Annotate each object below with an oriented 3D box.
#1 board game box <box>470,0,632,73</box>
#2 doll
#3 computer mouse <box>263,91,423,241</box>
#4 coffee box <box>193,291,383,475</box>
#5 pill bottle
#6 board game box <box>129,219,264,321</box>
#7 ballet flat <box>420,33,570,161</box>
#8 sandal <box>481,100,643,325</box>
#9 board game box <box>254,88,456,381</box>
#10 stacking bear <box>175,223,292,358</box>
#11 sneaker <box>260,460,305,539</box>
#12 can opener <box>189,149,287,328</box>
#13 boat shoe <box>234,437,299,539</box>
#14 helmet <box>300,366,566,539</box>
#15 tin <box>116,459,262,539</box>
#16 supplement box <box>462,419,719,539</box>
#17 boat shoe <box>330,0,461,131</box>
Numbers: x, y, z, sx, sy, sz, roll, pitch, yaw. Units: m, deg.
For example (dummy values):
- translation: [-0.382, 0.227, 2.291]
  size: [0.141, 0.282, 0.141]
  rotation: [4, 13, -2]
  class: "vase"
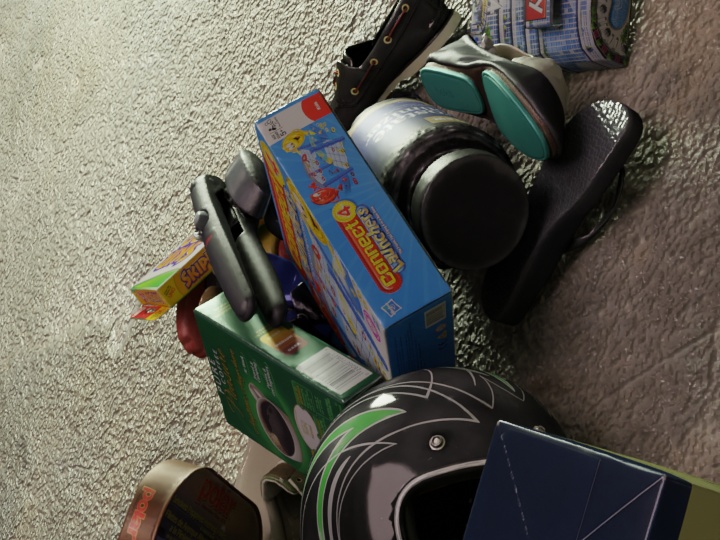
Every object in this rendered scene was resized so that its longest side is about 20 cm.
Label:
- translation: [0.160, -0.258, 1.099]
  size: [0.199, 0.061, 0.203]
  rotation: [4, 89, 58]
  class: "board game box"
- translation: [-0.041, 0.048, 1.207]
  size: [0.198, 0.048, 0.138]
  rotation: [21, 93, 22]
  class: "doll"
- translation: [-0.010, -0.089, 1.246]
  size: [0.058, 0.200, 0.034]
  rotation: [38, 151, 21]
  class: "computer mouse"
- translation: [-0.048, 0.101, 1.120]
  size: [0.199, 0.044, 0.124]
  rotation: [25, 139, 45]
  class: "coffee box"
- translation: [0.056, -0.066, 1.110]
  size: [0.113, 0.111, 0.200]
  rotation: [-66, 20, 7]
  class: "pill bottle"
- translation: [-0.132, -0.028, 1.296]
  size: [0.200, 0.030, 0.095]
  rotation: [-47, 16, -17]
  class: "board game box"
- translation: [0.114, -0.140, 1.082]
  size: [0.074, 0.072, 0.200]
  rotation: [-65, 30, 8]
  class: "ballet flat"
- translation: [0.152, -0.043, 1.058]
  size: [0.077, 0.042, 0.201]
  rotation: [-98, 31, -48]
  class: "sandal"
- translation: [0.000, 0.000, 1.075]
  size: [0.055, 0.201, 0.197]
  rotation: [-28, 62, -10]
  class: "board game box"
- translation: [-0.060, 0.005, 1.297]
  size: [0.199, 0.121, 0.115]
  rotation: [-24, 59, 38]
  class: "stacking bear"
- translation: [-0.039, 0.171, 1.182]
  size: [0.067, 0.089, 0.203]
  rotation: [-28, 51, 48]
  class: "sneaker"
- translation: [-0.102, -0.022, 1.157]
  size: [0.201, 0.062, 0.079]
  rotation: [-107, 32, -51]
  class: "can opener"
- translation: [-0.069, 0.165, 1.262]
  size: [0.071, 0.059, 0.203]
  rotation: [-18, 59, 37]
  class: "boat shoe"
- translation: [0.053, 0.161, 0.959]
  size: [0.199, 0.198, 0.194]
  rotation: [-1, 78, 56]
  class: "helmet"
- translation: [-0.130, 0.215, 1.103]
  size: [0.041, 0.200, 0.113]
  rotation: [16, 71, 23]
  class: "tin"
- translation: [0.157, 0.209, 0.756]
  size: [0.134, 0.198, 0.203]
  rotation: [12, 83, 58]
  class: "supplement box"
- translation: [0.007, -0.182, 1.310]
  size: [0.201, 0.063, 0.074]
  rotation: [-45, 16, 34]
  class: "boat shoe"
